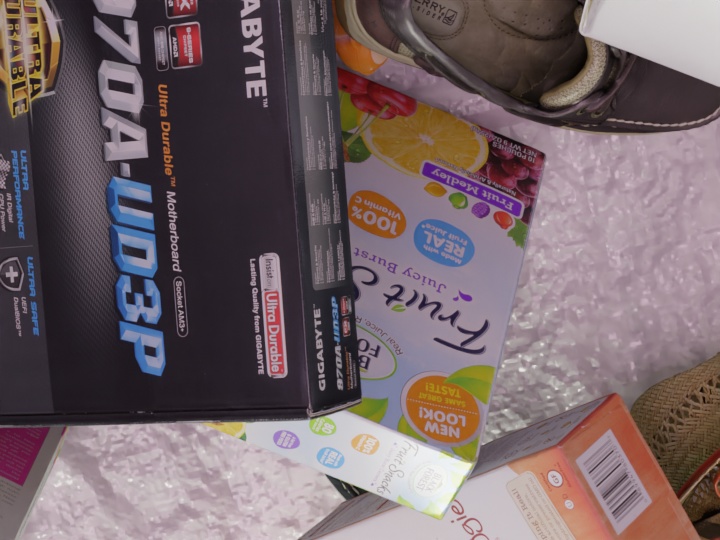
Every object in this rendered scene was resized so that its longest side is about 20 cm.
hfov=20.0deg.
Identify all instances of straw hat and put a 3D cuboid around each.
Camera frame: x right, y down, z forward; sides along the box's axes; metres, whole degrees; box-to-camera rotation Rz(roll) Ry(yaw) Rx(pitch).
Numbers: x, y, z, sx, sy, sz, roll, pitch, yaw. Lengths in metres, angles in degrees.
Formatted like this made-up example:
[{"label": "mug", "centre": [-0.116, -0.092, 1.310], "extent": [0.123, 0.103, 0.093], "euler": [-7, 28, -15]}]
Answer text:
[{"label": "straw hat", "centre": [0.177, 0.088, 1.002], "extent": [0.201, 0.201, 0.085], "euler": [-46, 59, 11]}]

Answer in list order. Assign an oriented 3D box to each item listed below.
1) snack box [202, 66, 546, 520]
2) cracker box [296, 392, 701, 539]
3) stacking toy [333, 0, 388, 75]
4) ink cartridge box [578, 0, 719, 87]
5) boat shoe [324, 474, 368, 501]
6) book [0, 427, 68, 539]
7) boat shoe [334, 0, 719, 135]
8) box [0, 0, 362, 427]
[{"label": "snack box", "centre": [0.000, 0.000, 0.933], "extent": [0.141, 0.201, 0.053], "euler": [21, 136, -4]}, {"label": "cracker box", "centre": [0.068, 0.153, 0.943], "extent": [0.199, 0.058, 0.135], "euler": [-28, 94, 45]}, {"label": "stacking toy", "centre": [-0.009, -0.182, 0.881], "extent": [0.109, 0.116, 0.202], "euler": [-3, 109, 17]}, {"label": "ink cartridge box", "centre": [0.189, -0.170, 0.857], "extent": [0.145, 0.084, 0.201], "euler": [21, 59, 3]}, {"label": "boat shoe", "centre": [-0.005, 0.065, 1.018], "extent": [0.075, 0.060, 0.201], "euler": [-31, 102, 8]}, {"label": "book", "centre": [-0.210, 0.079, 0.953], "extent": [0.132, 0.200, 0.048], "euler": [21, 103, -4]}, {"label": "boat shoe", "centre": [0.085, -0.093, 0.882], "extent": [0.199, 0.066, 0.072], "euler": [14, 107, -27]}, {"label": "box", "centre": [-0.084, -0.040, 0.815], "extent": [0.158, 0.046, 0.202], "euler": [-3, 93, 27]}]
